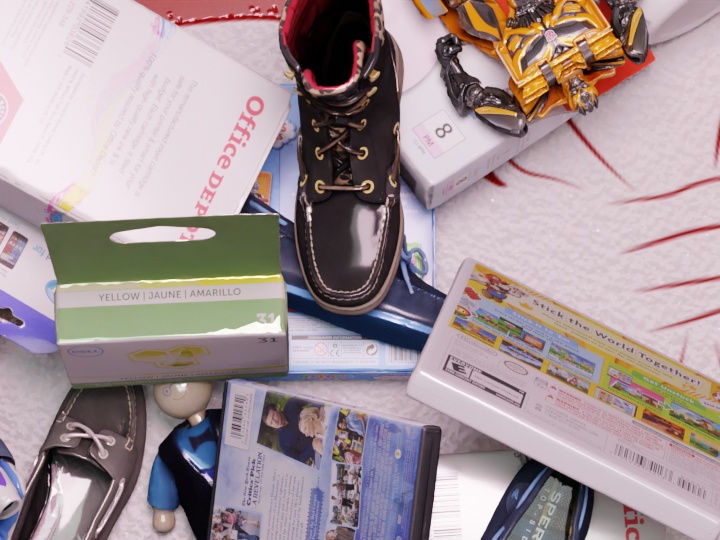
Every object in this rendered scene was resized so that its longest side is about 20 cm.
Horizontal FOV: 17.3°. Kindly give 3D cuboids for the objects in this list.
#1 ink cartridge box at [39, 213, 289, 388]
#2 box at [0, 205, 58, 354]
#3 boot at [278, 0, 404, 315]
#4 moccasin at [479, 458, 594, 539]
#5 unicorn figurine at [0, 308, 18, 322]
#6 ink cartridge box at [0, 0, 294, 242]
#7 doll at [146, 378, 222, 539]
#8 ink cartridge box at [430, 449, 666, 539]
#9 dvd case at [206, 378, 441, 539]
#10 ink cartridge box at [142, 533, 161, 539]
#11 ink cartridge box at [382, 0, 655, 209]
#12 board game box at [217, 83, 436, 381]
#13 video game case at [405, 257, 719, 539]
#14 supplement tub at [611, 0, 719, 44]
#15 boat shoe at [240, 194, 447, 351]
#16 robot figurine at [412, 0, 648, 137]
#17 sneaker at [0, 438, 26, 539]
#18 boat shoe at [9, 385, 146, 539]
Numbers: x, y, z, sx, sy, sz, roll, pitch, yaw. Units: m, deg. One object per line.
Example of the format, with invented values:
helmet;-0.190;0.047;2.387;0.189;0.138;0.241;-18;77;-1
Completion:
ink cartridge box;-0.117;0.022;1.452;0.144;0.200;0.048;-3;73;-2
box;-0.200;-0.045;1.574;0.119;0.041;0.201;32;74;-18
boot;-0.012;-0.088;1.462;0.073;0.151;0.201;4;70;9
moccasin;0.082;0.196;1.392;0.080;0.068;0.201;16;80;3
unicorn figurine;-0.287;-0.046;1.598;0.200;0.074;0.137;45;79;-7
ink cartridge box;-0.166;-0.093;1.522;0.199;0.086;0.148;31;73;-13
doll;-0.077;0.148;1.553;0.136;0.048;0.201;-31;82;15
ink cartridge box;0.092;0.194;1.502;0.199;0.145;0.148;-3;79;0
dvd case;-0.028;0.151;1.448;0.017;0.199;0.144;4;93;-40
ink cartridge box;-0.127;0.294;1.459;0.146;0.147;0.201;-33;97;-7
ink cartridge box;0.077;-0.159;1.596;0.199;0.057;0.163;-34;73;-11
board game box;-0.024;-0.027;1.602;0.150;0.037;0.201;0;80;0
video game case;0.134;0.075;1.432;0.199;0.182;0.023;26;115;1
supplement tub;0.186;-0.265;1.603;0.122;0.123;0.201;-31;80;-5
boat shoe;0.000;0.000;1.538;0.199;0.084;0.069;20;76;1
robot figurine;0.097;-0.184;1.544;0.145;0.058;0.201;-32;65;0
sneaker;-0.259;0.094;1.503;0.146;0.080;0.201;22;118;36
boat shoe;-0.190;0.153;1.557;0.066;0.057;0.201;19;80;4
